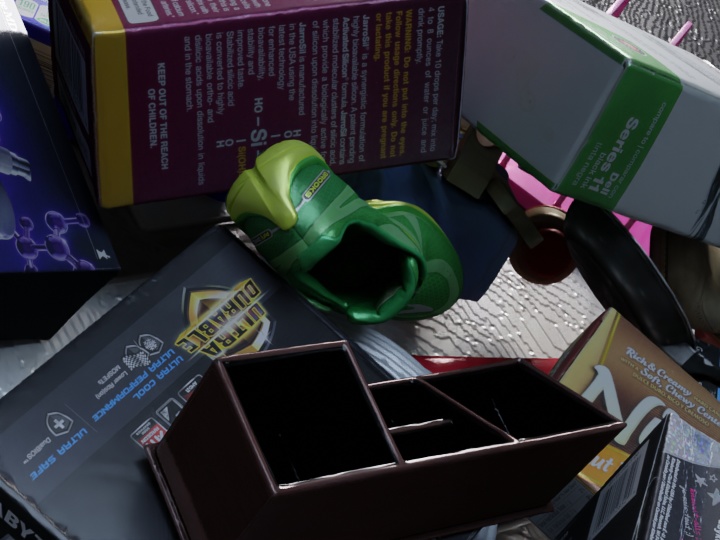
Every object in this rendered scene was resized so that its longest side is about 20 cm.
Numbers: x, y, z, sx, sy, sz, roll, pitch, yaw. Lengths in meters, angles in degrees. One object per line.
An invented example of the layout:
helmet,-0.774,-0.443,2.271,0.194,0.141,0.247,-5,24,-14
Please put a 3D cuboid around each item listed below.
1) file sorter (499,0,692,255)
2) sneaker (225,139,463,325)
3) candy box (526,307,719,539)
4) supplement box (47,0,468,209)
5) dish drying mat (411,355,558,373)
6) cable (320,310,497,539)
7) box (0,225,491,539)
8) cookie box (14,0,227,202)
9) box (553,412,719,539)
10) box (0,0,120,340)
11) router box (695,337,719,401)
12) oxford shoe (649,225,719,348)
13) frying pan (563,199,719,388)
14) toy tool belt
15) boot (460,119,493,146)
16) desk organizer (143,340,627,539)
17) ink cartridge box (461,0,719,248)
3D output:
file sorter,0.179,-0.106,1.194,0.199,0.126,0.139,37,41,5
sneaker,0.000,0.000,0.921,0.084,0.074,0.200,56,15,29
candy box,0.172,0.127,0.929,0.200,0.055,0.115,41,45,3
supplement box,-0.058,-0.120,0.936,0.198,0.104,0.131,-9,34,-16
dish drying mat,0.120,0.084,1.055,0.198,0.018,0.077,2,50,-30
cable,-0.023,0.105,0.906,0.198,0.069,0.201,9,46,-25
box,-0.056,0.099,0.808,0.198,0.050,0.200,40,45,9
cookie box,-0.128,-0.159,1.092,0.170,0.075,0.201,22,42,-12
box,0.131,0.190,0.821,0.114,0.200,0.133,30,41,-4
box,-0.227,-0.066,0.898,0.141,0.079,0.201,0,59,-51
router box,0.226,0.148,1.020,0.148,0.051,0.201,23,48,-13
oxford shoe,0.231,0.008,1.085,0.200,0.074,0.071,23,68,-59
frying pan,0.173,0.036,0.999,0.031,0.115,0.191,-34,87,-3
toy tool belt,0.046,-0.036,1.035,0.199,0.126,0.123,28,16,-7
boot,0.051,-0.159,1.092,0.200,0.154,0.072,51,35,-25
desk organizer,0.015,0.075,0.780,0.199,0.077,0.072,-6,58,-35
ink cartridge box,0.154,-0.088,0.999,0.199,0.084,0.147,15,20,-40
